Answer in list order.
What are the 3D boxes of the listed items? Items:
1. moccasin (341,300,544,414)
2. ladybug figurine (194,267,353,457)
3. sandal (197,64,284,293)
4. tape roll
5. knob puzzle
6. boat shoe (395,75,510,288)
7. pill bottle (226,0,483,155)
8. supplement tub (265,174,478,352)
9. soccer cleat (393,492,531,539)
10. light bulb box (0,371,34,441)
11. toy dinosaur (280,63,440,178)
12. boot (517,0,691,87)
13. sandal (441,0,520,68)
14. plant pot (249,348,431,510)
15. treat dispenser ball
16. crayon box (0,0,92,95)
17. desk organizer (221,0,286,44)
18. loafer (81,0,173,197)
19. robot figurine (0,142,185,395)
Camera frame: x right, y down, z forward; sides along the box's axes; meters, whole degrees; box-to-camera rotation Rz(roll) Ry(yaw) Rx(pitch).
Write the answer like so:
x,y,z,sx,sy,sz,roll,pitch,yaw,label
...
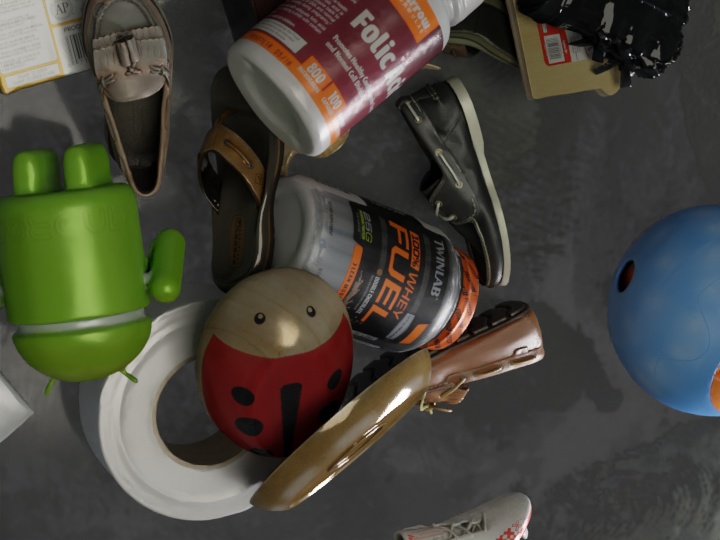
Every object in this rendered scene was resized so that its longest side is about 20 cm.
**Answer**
x,y,z,sx,sy,sz,roll,pitch,yaw,label
0.078,0.097,1.605,0.201,0.074,0.078,-24,107,-18,moccasin
-0.066,0.087,1.425,0.136,0.072,0.200,-12,134,-12,ladybug figurine
-0.111,-0.079,1.450,0.055,0.082,0.200,10,81,-45,sandal
-0.142,0.115,1.512,0.202,0.071,0.203,-5,104,-23,tape roll
0.202,-0.257,1.587,0.219,0.030,0.220,5,82,-37,knob puzzle
0.087,-0.074,1.574,0.068,0.072,0.200,-21,106,-11,boat shoe
0.000,-0.196,1.403,0.200,0.114,0.114,-42,115,-14,pill bottle
0.000,0.000,1.511,0.200,0.122,0.123,18,94,-36,supplement tub
0.077,0.268,1.647,0.200,0.069,0.085,-36,118,-8,soccer cleat
-0.404,0.095,1.361,0.200,0.125,0.198,-41,114,-11,light bulb box
-0.035,-0.148,1.518,0.200,0.058,0.101,-42,130,-1,toy dinosaur
0.231,-0.278,1.548,0.162,0.073,0.199,21,79,-32,boot
0.084,-0.227,1.541,0.201,0.057,0.080,10,71,-31,sandal
-0.010,0.142,1.463,0.200,0.200,0.027,-39,80,-11,plant pot
0.335,0.038,1.633,0.201,0.201,0.201,-5,104,-23,treat dispenser ball
-0.260,-0.256,1.386,0.126,0.052,0.200,-19,109,-19,crayon box
-0.088,-0.292,1.443,0.077,0.072,0.200,-24,110,-20,desk organizer
-0.180,-0.144,1.388,0.072,0.063,0.200,-11,140,-10,loafer
-0.232,-0.001,1.395,0.175,0.116,0.200,-7,96,6,robot figurine
